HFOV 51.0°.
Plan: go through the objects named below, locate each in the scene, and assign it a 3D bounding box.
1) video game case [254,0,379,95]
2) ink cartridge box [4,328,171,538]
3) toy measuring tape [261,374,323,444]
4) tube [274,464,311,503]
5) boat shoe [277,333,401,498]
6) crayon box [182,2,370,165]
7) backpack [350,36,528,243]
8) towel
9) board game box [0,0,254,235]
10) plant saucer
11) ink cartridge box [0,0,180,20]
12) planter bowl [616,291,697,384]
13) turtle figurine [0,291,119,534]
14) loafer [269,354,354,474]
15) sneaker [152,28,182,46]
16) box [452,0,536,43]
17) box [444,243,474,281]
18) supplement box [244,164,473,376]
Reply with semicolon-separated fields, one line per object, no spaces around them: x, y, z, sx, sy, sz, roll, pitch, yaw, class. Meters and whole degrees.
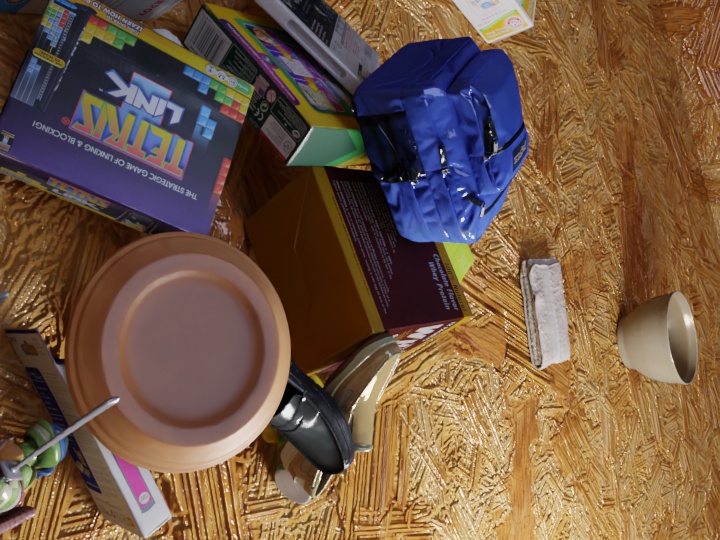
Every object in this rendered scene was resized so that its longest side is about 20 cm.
-0.047;-0.296;0.931;0.181;0.023;0.201;41;24;-19;video game case
-0.238;0.134;0.657;0.037;0.094;0.204;-35;109;-36;ink cartridge box
-0.053;0.131;0.900;0.199;0.072;0.075;-40;112;-43;toy measuring tape
-0.035;0.196;0.934;0.200;0.049;0.079;-50;131;-48;tube
-0.009;0.159;0.802;0.071;0.202;0.076;0;41;-51;boat shoe
-0.078;-0.205;0.858;0.201;0.059;0.171;50;27;18;crayon box
0.097;-0.129;0.829;0.163;0.165;0.204;-45;130;-39;backpack
0.354;0.077;1.431;0.131;0.034;0.206;-4;86;-50;towel
-0.212;-0.135;0.688;0.197;0.056;0.169;23;69;-26;board game box
-0.144;0.066;0.636;0.196;0.037;0.206;5;80;-30;plant saucer
-0.248;-0.301;0.697;0.198;0.144;0.088;-20;95;-50;ink cartridge box
0.666;0.157;1.711;0.198;0.133;0.206;13;73;-48;planter bowl
-0.306;0.126;0.544;0.192;0.201;0.145;-29;74;-43;turtle figurine
-0.075;0.127;0.733;0.203;0.067;0.071;57;27;-17;loafer
-0.235;-0.166;0.748;0.080;0.076;0.205;27;60;-32;sneaker
0.226;-0.523;1.346;0.199;0.100;0.115;35;58;-41;box
0.099;-0.065;1.142;0.122;0.047;0.203;-49;119;-44;box
0.000;0.000;0.904;0.198;0.132;0.201;-4;67;-50;supplement box
